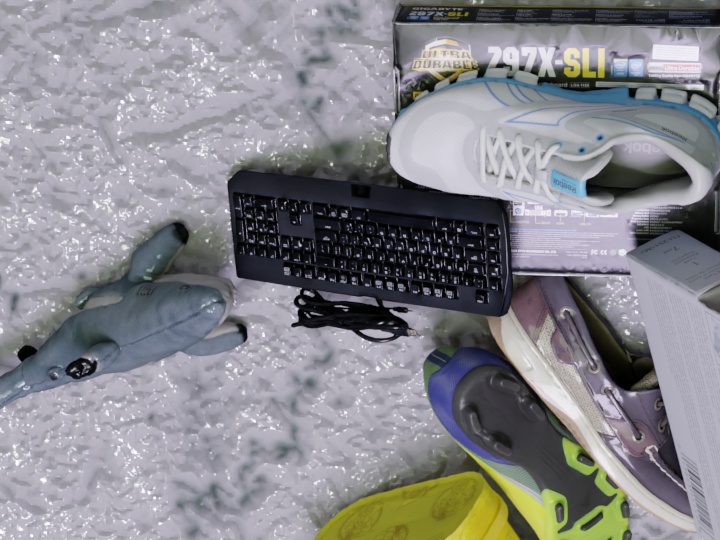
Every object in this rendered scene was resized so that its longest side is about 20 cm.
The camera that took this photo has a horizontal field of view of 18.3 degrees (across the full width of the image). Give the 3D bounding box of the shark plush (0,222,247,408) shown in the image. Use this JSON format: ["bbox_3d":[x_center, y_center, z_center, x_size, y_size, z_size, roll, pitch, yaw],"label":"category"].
[{"bbox_3d":[-0.167,0.039,1.419,0.199,0.083,0.091,-13,111,14],"label":"shark plush"}]

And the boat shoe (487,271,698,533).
[{"bbox_3d":[0.165,0.080,1.395,0.065,0.072,0.200,-40,98,24],"label":"boat shoe"}]

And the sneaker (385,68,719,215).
[{"bbox_3d":[0.110,-0.068,1.279,0.199,0.087,0.075,0,115,11],"label":"sneaker"}]

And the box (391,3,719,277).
[{"bbox_3d":[0.120,-0.078,1.345,0.199,0.049,0.160,1,111,8],"label":"box"}]

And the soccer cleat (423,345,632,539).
[{"bbox_3d":[0.108,0.118,1.429,0.065,0.084,0.200,-43,122,-6],"label":"soccer cleat"}]

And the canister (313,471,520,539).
[{"bbox_3d":[0.072,0.240,1.453,0.148,0.087,0.200,-18,114,41],"label":"canister"}]

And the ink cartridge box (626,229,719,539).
[{"bbox_3d":[0.228,0.093,1.285,0.043,0.174,0.201,-23,113,-14],"label":"ink cartridge box"}]

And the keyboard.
[{"bbox_3d":[0.000,0.000,1.360,0.199,0.040,0.105,8,118,33],"label":"keyboard"}]
